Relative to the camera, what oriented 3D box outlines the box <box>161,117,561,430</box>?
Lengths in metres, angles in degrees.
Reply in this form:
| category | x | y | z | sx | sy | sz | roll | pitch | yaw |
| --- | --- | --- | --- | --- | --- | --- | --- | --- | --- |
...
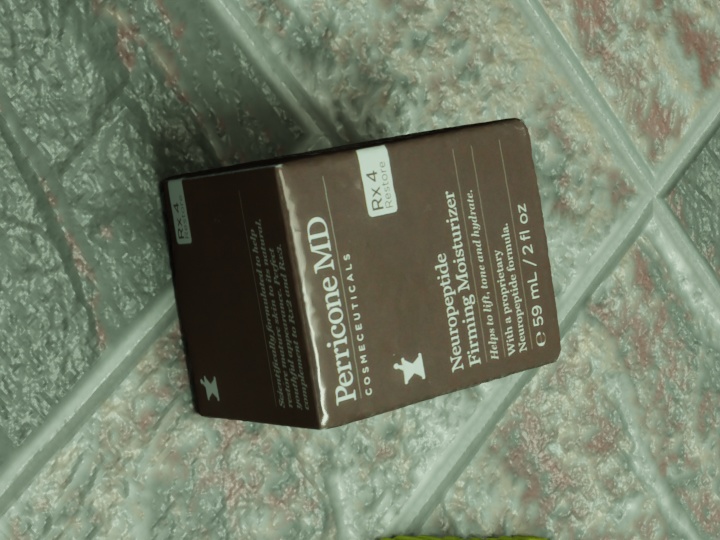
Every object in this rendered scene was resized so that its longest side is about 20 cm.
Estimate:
| category | x | y | z | sx | sy | sz | roll | pitch | yaw |
| --- | --- | --- | --- | --- | --- | --- | --- | --- | --- |
| box | 0.000 | 0.000 | 1.058 | 0.198 | 0.164 | 0.168 | -13 | 97 | -33 |

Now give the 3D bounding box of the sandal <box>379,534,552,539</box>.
| category | x | y | z | sx | sy | sz | roll | pitch | yaw |
| --- | --- | --- | --- | --- | --- | --- | --- | --- | --- |
| sandal | 0.080 | 0.239 | 1.164 | 0.198 | 0.079 | 0.088 | 9 | 88 | -32 |
